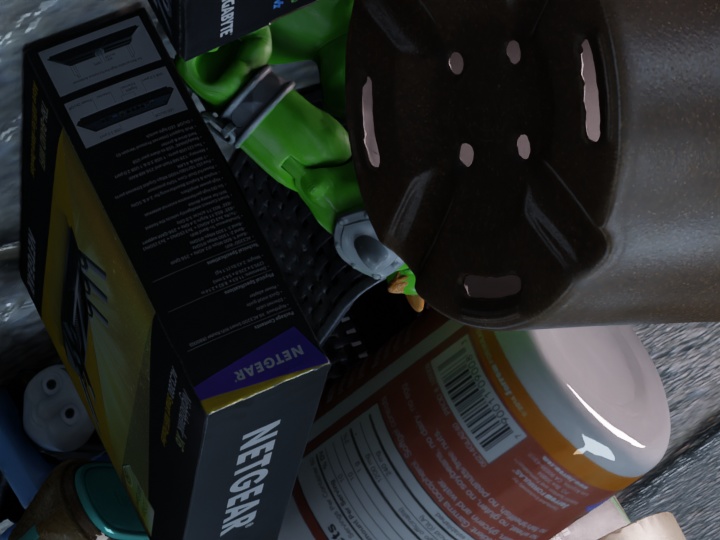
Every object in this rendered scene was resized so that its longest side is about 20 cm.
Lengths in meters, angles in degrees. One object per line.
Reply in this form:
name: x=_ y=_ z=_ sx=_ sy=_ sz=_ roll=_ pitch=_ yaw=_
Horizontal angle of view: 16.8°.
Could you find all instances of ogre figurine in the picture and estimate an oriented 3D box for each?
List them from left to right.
ogre figurine: x=0.023 y=-0.055 z=0.968 sx=0.098 sy=0.120 sz=0.200 roll=-35 pitch=160 yaw=20

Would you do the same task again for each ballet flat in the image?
ballet flat: x=-0.093 y=0.127 z=1.143 sx=0.072 sy=0.068 sz=0.200 roll=-35 pitch=158 yaw=25

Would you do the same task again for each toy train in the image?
toy train: x=-0.124 y=0.089 z=1.196 sx=0.114 sy=0.087 sz=0.200 roll=-44 pitch=156 yaw=15

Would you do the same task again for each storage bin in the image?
storage bin: x=0.000 y=0.000 z=1.120 sx=0.135 sy=0.094 sz=0.200 roll=-17 pitch=159 yaw=-32

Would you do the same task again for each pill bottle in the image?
pill bottle: x=0.029 y=0.087 z=1.069 sx=0.200 sy=0.113 sz=0.112 roll=-38 pitch=159 yaw=26

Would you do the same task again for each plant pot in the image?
plant pot: x=0.113 y=-0.065 z=0.854 sx=0.197 sy=0.201 sz=0.200 roll=-7 pitch=152 yaw=-34

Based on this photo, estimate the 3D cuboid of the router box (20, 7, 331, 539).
router box: x=-0.079 y=0.017 z=0.952 sx=0.052 sy=0.158 sz=0.200 roll=-23 pitch=160 yaw=-17

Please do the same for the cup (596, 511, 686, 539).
cup: x=0.115 y=0.237 z=1.236 sx=0.200 sy=0.144 sz=0.200 roll=-31 pitch=163 yaw=-10

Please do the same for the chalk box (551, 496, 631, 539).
chalk box: x=0.049 y=0.136 z=1.294 sx=0.199 sy=0.125 sz=0.124 roll=-14 pitch=155 yaw=-47

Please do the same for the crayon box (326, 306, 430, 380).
crayon box: x=0.060 y=0.055 z=1.400 sx=0.118 sy=0.058 sz=0.200 roll=-32 pitch=161 yaw=10

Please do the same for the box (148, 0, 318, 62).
box: x=0.020 y=-0.164 z=0.788 sx=0.198 sy=0.050 sz=0.200 roll=-27 pitch=164 yaw=-13
